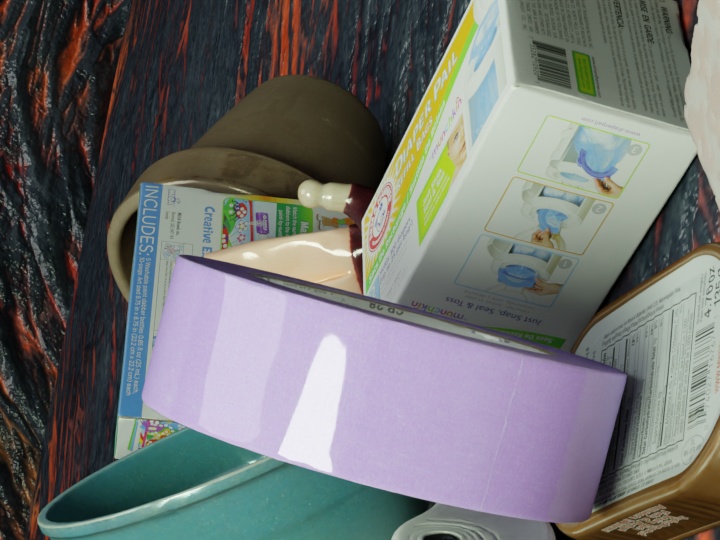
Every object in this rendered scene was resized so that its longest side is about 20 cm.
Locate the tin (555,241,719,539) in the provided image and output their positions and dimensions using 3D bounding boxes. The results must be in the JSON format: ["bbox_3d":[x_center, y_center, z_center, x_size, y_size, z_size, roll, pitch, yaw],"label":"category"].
[{"bbox_3d":[0.132,0.056,0.848,0.200,0.042,0.113,136,150,-64],"label":"tin"}]

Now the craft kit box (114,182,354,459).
[{"bbox_3d":[-0.046,0.036,1.215,0.049,0.196,0.201,99,174,-45],"label":"craft kit box"}]

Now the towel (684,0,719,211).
[{"bbox_3d":[0.160,-0.055,0.671,0.201,0.032,0.192,88,170,-51],"label":"towel"}]

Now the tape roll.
[{"bbox_3d":[0.010,0.049,0.846,0.200,0.199,0.066,-162,88,-75],"label":"tape roll"}]

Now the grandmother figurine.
[{"bbox_3d":[0.000,0.000,1.139,0.061,0.199,0.122,-100,-9,-46],"label":"grandmother figurine"}]

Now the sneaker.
[{"bbox_3d":[0.055,0.163,0.921,0.200,0.072,0.113,-49,-38,-73],"label":"sneaker"}]

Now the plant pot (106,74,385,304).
[{"bbox_3d":[-0.061,-0.047,1.427,0.201,0.199,0.175,-57,7,51],"label":"plant pot"}]

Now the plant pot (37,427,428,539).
[{"bbox_3d":[-0.043,0.177,1.037,0.200,0.199,0.189,-178,66,-75],"label":"plant pot"}]

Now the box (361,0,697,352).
[{"bbox_3d":[0.080,-0.043,1.005,0.113,0.101,0.201,-92,21,-46],"label":"box"}]
